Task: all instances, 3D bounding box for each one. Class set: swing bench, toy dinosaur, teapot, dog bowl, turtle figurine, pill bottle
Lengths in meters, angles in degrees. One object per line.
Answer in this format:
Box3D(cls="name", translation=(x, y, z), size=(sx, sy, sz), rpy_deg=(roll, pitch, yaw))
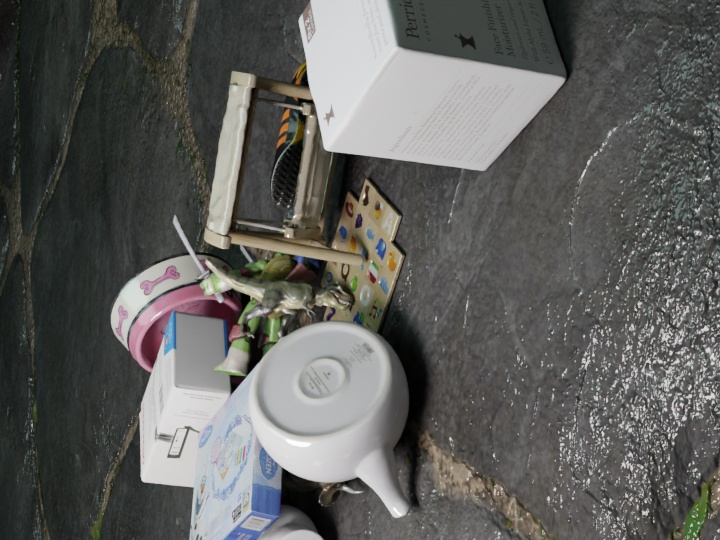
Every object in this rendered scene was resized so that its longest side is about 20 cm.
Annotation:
Box3D(cls="swing bench", translation=(-0.090, -0.125, 1.537), size=(0.129, 0.197, 0.202), rpy_deg=(24, 104, 61))
Box3D(cls="toy dinosaur", translation=(-0.073, 0.236, 1.589), size=(0.078, 0.101, 0.200), rpy_deg=(-67, 22, 11))
Box3D(cls="teapot", translation=(-0.030, 0.165, 1.458), size=(0.147, 0.194, 0.202), rpy_deg=(72, -155, -47))
Box3D(cls="toy dinosaur", translation=(-0.108, 0.046, 1.598), size=(0.047, 0.197, 0.090), rpy_deg=(44, -122, -79))
Box3D(cls="dog bowl", translation=(-0.257, 0.071, 1.842), size=(0.074, 0.198, 0.201), rpy_deg=(59, 136, 36))
Box3D(cls="turtle figurine", translation=(-0.152, 0.043, 1.692), size=(0.144, 0.197, 0.197), rpy_deg=(48, -130, -77))
Box3D(cls="pill bottle", translation=(-0.120, 0.348, 1.632), size=(0.199, 0.110, 0.113), rpy_deg=(9, 94, 61))

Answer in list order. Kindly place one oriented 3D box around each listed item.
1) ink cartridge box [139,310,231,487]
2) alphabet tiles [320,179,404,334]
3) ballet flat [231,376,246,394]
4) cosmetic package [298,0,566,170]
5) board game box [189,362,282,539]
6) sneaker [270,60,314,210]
Box3D(cls="ink cartridge box", translation=(-0.247, 0.182, 1.780), size=(0.147, 0.083, 0.201), rpy_deg=(-101, 26, -46))
Box3D(cls="alphabet tiles", translation=(0.000, 0.000, 1.568), size=(0.167, 0.006, 0.202), rpy_deg=(51, 130, 52))
Box3D(cls="ballet flat", translation=(-0.162, 0.196, 1.772), size=(0.200, 0.070, 0.070), rpy_deg=(34, 117, 58))
Box3D(cls="cosmetic package", translation=(0.067, -0.221, 1.272), size=(0.165, 0.197, 0.167), rpy_deg=(-48, 46, 48))
Box3D(cls="board game box", translation=(-0.154, 0.250, 1.576), size=(0.200, 0.043, 0.201), rpy_deg=(-48, 33, 45))
Box3D(cls="sneaker", translation=(-0.075, -0.182, 1.681), size=(0.090, 0.069, 0.203), rpy_deg=(-114, 37, -65))
